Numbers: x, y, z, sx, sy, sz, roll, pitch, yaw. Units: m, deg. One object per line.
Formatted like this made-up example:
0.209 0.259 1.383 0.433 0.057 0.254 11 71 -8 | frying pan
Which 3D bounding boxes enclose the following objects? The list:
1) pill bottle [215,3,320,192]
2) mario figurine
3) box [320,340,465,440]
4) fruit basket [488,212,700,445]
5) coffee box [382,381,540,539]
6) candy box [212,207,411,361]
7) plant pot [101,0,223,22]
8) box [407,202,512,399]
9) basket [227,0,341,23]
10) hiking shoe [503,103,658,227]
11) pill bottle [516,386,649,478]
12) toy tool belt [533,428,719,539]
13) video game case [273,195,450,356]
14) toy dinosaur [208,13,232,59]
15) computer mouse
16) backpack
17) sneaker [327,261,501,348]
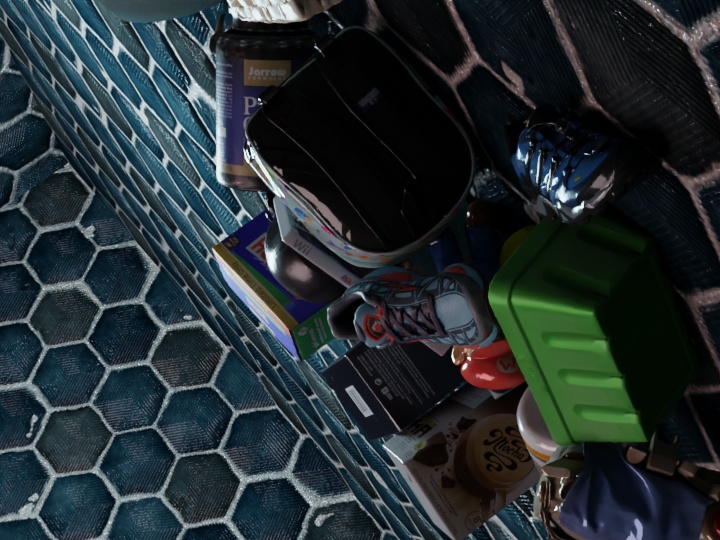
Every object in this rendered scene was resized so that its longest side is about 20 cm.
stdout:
-0.092 -0.186 1.688 0.112 0.112 0.200 -153 61 -64 | pill bottle
0.114 0.019 1.555 0.106 0.123 0.200 19 -138 -40 | mario figurine
0.068 0.091 1.845 0.104 0.182 0.200 54 167 2 | box
0.174 0.034 1.427 0.216 0.156 0.216 32 152 19 | fruit basket
0.142 0.180 1.770 0.113 0.200 0.080 56 171 -17 | coffee box
-0.043 -0.016 1.916 0.169 0.200 0.077 44 165 36 | candy box
-0.156 -0.333 1.572 0.135 0.200 0.200 7 144 24 | plant pot
0.119 0.027 1.695 0.200 0.082 0.049 57 -178 -18 | box
-0.058 -0.290 1.408 0.136 0.123 0.200 59 168 -18 | basket
0.158 -0.086 1.279 0.087 0.074 0.200 54 168 -8 | hiking shoe
0.236 0.195 1.659 0.116 0.116 0.200 39 161 48 | pill bottle
0.253 0.203 1.449 0.200 0.125 0.123 13 168 6 | toy tool belt
0.000 0.000 1.655 0.200 0.018 0.143 36 -168 -17 | video game case
-0.120 -0.244 1.881 0.200 0.086 0.136 -112 1 -71 | toy dinosaur
-0.055 -0.009 1.700 0.138 0.053 0.200 38 -169 -10 | computer mouse
0.005 -0.103 1.563 0.200 0.178 0.151 44 169 9 | backpack
0.044 0.045 1.483 0.200 0.095 0.079 -2 109 56 | sneaker
